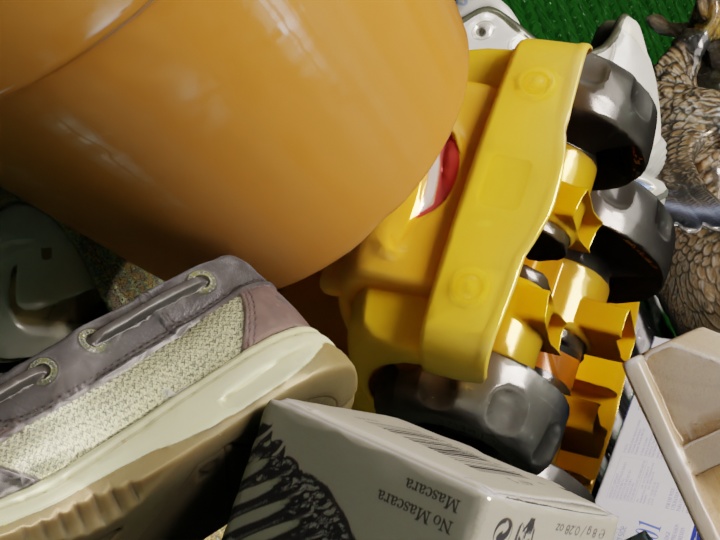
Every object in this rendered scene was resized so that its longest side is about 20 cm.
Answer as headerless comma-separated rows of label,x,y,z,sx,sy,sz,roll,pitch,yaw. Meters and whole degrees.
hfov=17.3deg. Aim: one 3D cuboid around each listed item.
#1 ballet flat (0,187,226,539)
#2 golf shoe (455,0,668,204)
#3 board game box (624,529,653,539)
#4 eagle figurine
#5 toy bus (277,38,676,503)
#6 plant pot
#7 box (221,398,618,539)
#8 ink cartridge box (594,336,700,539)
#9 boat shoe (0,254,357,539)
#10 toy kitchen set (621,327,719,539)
ballet flat,-0.087,0.034,0.759,0.071,0.070,0.201,0,61,-59
golf shoe,0.025,-0.064,0.935,0.198,0.078,0.098,1,90,-16
board game box,0.077,0.203,0.805,0.103,0.105,0.200,49,28,-17
eagle figurine,0.163,-0.052,1.201,0.151,0.151,0.201,22,57,-4
toy bus,0.000,0.000,0.805,0.200,0.191,0.137,69,39,-63
plant pot,-0.066,-0.094,0.682,0.183,0.199,0.201,47,27,-39
box,-0.009,0.142,0.627,0.068,0.082,0.202,16,93,-53
ink cartridge box,0.122,0.114,0.986,0.200,0.044,0.095,-56,153,-61
boat shoe,-0.097,0.059,0.637,0.200,0.072,0.066,-28,58,-21
toy kitchen set,0.207,0.063,0.786,0.164,0.180,0.200,64,18,5
